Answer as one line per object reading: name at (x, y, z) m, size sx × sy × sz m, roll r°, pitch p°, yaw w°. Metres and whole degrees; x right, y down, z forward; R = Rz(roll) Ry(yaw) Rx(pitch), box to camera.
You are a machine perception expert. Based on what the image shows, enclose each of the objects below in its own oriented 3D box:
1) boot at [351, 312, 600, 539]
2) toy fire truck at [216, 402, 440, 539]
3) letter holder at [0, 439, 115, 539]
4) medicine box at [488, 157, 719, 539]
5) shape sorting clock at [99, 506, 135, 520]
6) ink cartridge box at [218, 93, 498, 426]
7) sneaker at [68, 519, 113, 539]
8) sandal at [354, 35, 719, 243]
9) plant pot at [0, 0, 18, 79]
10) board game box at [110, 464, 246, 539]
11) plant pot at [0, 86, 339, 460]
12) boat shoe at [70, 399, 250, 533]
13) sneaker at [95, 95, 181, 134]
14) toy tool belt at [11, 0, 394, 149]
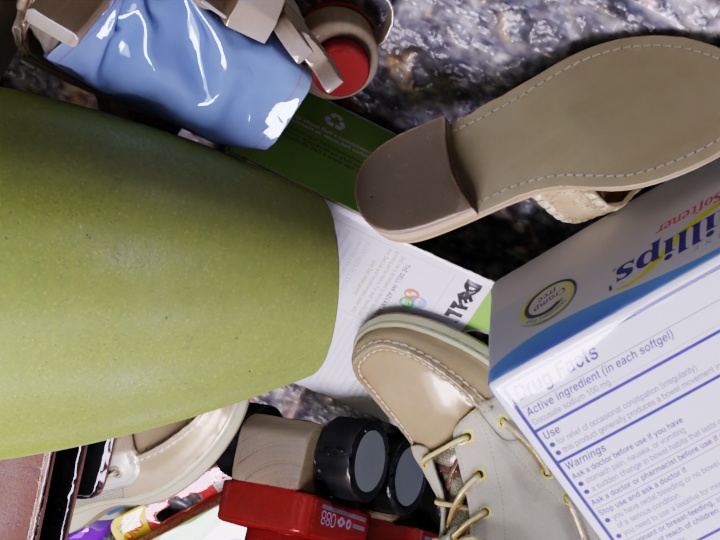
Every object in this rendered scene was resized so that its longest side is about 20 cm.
boot at (0.053, 0.131, 1.041) m, size 0.200 × 0.155 × 0.072 m, roll 43°, pitch 137°, yaw -10°
toy fire truck at (-0.009, 0.193, 1.151) m, size 0.128 × 0.202 × 0.176 m, roll 6°, pitch 168°, yaw 30°
letter holder at (-0.247, 0.103, 1.087) m, size 0.198 × 0.101 × 0.144 m, roll 19°, pitch 110°, yaw 11°
medicine box at (0.190, 0.061, 0.995) m, size 0.181 × 0.103 × 0.201 m, roll -30°, pitch 112°, yaw 18°
shape sorting clock at (-0.216, 0.083, 1.250) m, size 0.198 × 0.039 × 0.201 m, roll 22°, pitch 137°, yaw 22°
ink cartridge box at (0.000, 0.000, 1.103) m, size 0.198 × 0.076 × 0.148 m, roll 25°, pitch 136°, yaw -7°
sneaker at (-0.211, 0.200, 1.396) m, size 0.100 × 0.070 × 0.199 m, roll 46°, pitch 142°, yaw -17°
sandal at (0.105, -0.058, 1.009) m, size 0.210 × 0.078 × 0.070 m, roll -16°, pitch 159°, yaw 17°
plant pot at (-0.244, -0.144, 1.027) m, size 0.134 × 0.202 × 0.200 m, roll 30°, pitch 137°, yaw -18°
board game box at (-0.074, 0.227, 1.251) m, size 0.095 × 0.030 × 0.201 m, roll -27°, pitch 97°, yaw 9°
plant pot at (-0.118, 0.003, 0.973) m, size 0.198 × 0.188 × 0.188 m, roll 2°, pitch 139°, yaw -19°
boat shoe at (-0.144, 0.095, 1.137) m, size 0.199 × 0.073 × 0.065 m, roll -28°, pitch 133°, yaw 35°
sneaker at (-0.131, -0.156, 1.051) m, size 0.075 × 0.070 × 0.202 m, roll 25°, pitch 133°, yaw 30°
toy tool belt at (-0.072, -0.111, 0.958) m, size 0.198 × 0.123 × 0.125 m, roll 21°, pitch 118°, yaw -24°
